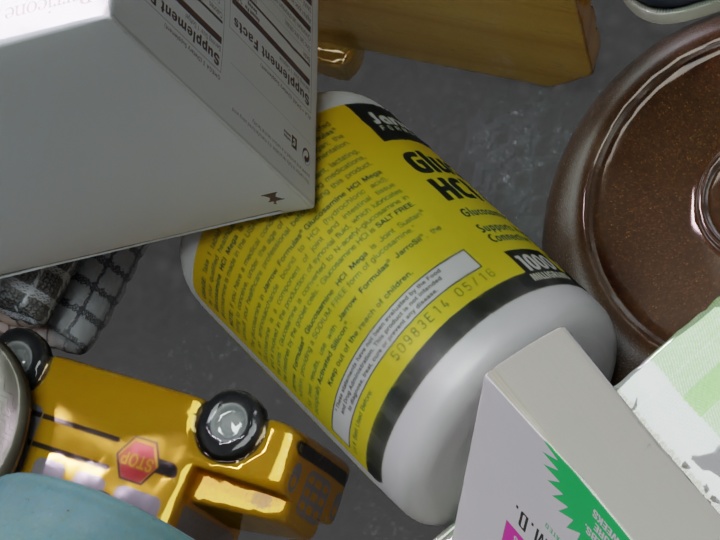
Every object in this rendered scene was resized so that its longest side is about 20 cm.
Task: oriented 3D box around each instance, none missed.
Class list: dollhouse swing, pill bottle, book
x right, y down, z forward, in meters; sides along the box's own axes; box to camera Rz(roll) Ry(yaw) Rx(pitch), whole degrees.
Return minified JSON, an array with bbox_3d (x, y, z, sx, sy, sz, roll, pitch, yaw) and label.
[{"bbox_3d":[0.006,-0.184,1.067,0.175,0.200,0.182,-3,68,11],"label":"dollhouse swing"},{"bbox_3d":[0.000,0.000,1.041,0.112,0.112,0.200,-46,61,-1],"label":"pill bottle"},{"bbox_3d":[0.087,0.124,0.860,0.048,0.200,0.134,-29,62,-20],"label":"book"}]

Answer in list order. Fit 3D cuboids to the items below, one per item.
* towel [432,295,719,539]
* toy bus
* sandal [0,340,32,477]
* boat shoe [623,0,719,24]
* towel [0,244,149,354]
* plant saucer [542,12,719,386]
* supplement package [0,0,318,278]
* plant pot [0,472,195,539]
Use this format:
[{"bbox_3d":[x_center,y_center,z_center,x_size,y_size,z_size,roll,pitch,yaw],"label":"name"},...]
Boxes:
[{"bbox_3d":[0.114,0.126,0.980,0.200,0.031,0.149,-41,73,5],"label":"towel"},{"bbox_3d":[-0.109,0.079,1.080,0.200,0.065,0.078,15,76,26],"label":"toy bus"},{"bbox_3d":[-0.217,0.085,1.017,0.200,0.055,0.082,-24,76,-22],"label":"sandal"},{"bbox_3d":[0.184,-0.181,1.065,0.200,0.062,0.075,-35,57,2],"label":"boat shoe"},{"bbox_3d":[-0.172,-0.067,1.143,0.200,0.086,0.166,16,76,32],"label":"towel"},{"bbox_3d":[0.165,-0.025,1.032,0.200,0.032,0.201,-7,67,18],"label":"plant saucer"},{"bbox_3d":[-0.138,-0.083,0.987,0.199,0.156,0.111,-13,61,23],"label":"supplement package"},{"bbox_3d":[-0.128,0.188,0.980,0.200,0.200,0.188,15,63,26],"label":"plant pot"}]
